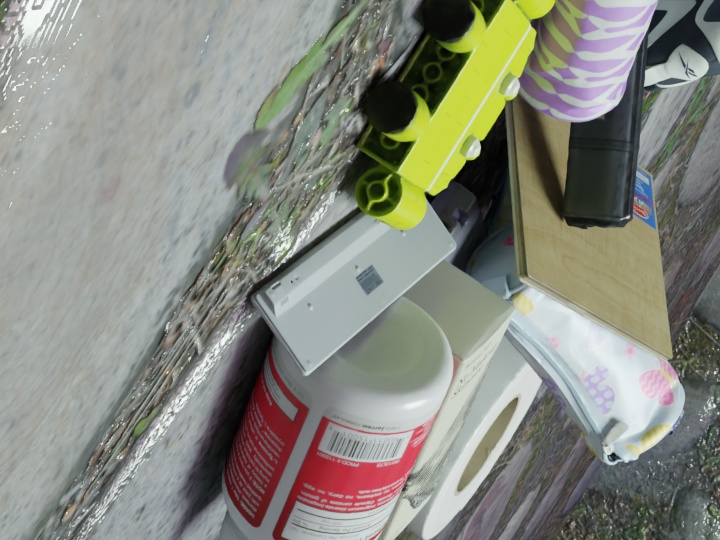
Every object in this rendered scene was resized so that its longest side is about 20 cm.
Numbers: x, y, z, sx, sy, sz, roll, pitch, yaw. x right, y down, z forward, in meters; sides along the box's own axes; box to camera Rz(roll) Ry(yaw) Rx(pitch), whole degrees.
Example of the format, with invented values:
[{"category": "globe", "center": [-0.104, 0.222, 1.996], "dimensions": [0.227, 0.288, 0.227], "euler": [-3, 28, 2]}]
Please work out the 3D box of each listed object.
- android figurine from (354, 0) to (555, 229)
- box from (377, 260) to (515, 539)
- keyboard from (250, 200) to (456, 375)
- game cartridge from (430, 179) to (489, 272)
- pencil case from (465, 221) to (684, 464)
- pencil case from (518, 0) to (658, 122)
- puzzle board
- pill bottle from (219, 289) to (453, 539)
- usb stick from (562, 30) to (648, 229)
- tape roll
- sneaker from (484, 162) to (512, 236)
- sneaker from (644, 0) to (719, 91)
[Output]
[{"category": "android figurine", "center": [0.057, -0.108, 1.298], "dimensions": [0.182, 0.041, 0.200], "euler": [-58, 165, 1]}, {"category": "box", "center": [0.032, 0.094, 1.470], "dimensions": [0.082, 0.068, 0.200], "euler": [-43, 161, -46]}, {"category": "keyboard", "center": [0.000, 0.000, 1.310], "dimensions": [0.011, 0.056, 0.200], "euler": [-25, -171, 37]}, {"category": "game cartridge", "center": [0.021, 0.037, 1.515], "dimensions": [0.200, 0.038, 0.130], "euler": [-56, 170, -7]}, {"category": "pencil case", "center": [0.156, 0.052, 1.563], "dimensions": [0.200, 0.083, 0.091], "euler": [52, 60, -30]}, {"category": "pencil case", "center": [0.146, -0.180, 1.346], "dimensions": [0.084, 0.085, 0.200], "euler": [-56, 167, -35]}, {"category": "puzzle board", "center": [0.159, -0.032, 1.514], "dimensions": [0.200, 0.017, 0.151], "euler": [28, 52, -49]}, {"category": "pill bottle", "center": [-0.023, 0.112, 1.356], "dimensions": [0.112, 0.112, 0.200], "euler": [-41, 160, -49]}, {"category": "usb stick", "center": [0.168, -0.127, 1.454], "dimensions": [0.033, 0.055, 0.201], "euler": [3, 93, -45]}, {"category": "tape roll", "center": [0.084, 0.135, 1.875], "dimensions": [0.203, 0.071, 0.203], "euler": [-53, 166, -19]}, {"category": "sneaker", "center": [0.126, -0.058, 1.624], "dimensions": [0.201, 0.078, 0.090], "euler": [-66, -163, 3]}, {"category": "sneaker", "center": [0.239, -0.205, 1.666], "dimensions": [0.200, 0.129, 0.080], "euler": [-92, 156, -47]}]
